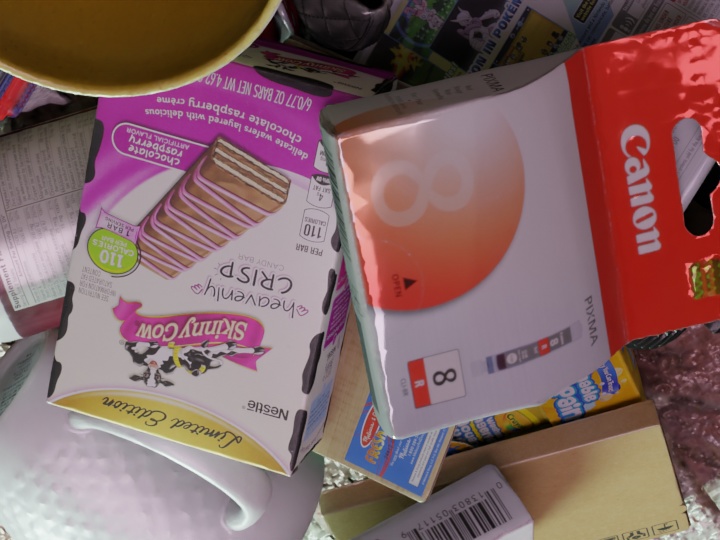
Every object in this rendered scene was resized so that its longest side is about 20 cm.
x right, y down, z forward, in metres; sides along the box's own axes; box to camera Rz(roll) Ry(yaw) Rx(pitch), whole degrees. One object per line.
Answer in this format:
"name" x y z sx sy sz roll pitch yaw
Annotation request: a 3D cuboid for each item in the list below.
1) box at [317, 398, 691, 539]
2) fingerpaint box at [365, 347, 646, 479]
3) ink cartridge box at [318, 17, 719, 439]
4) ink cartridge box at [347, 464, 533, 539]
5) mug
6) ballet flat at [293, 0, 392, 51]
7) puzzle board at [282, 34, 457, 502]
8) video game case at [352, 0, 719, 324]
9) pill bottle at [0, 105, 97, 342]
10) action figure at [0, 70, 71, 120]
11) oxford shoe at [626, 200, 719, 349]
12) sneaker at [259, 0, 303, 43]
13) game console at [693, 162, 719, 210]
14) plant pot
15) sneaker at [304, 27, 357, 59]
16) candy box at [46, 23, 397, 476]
"box" 0.088 0.140 1.539 0.199 0.021 0.164 -15 151 6
"fingerpaint box" 0.054 0.033 1.446 0.166 0.074 0.200 -18 145 8
"ink cartridge box" 0.091 -0.018 1.249 0.199 0.050 0.163 -13 113 -4
"ink cartridge box" 0.020 0.204 1.509 0.162 0.057 0.200 -27 148 -12
"mug" -0.121 0.109 1.467 0.175 0.148 0.200 36 159 -18
"ballet flat" -0.024 -0.206 1.303 0.066 0.057 0.201 -17 85 -30
"puzzle board" 0.000 0.000 1.327 0.150 0.017 0.200 24 112 11
"video game case" 0.099 -0.101 1.309 0.182 0.022 0.200 33 99 9
"pill bottle" -0.166 -0.025 1.413 0.199 0.110 0.110 -17 121 1
"action figure" -0.218 -0.159 1.372 0.193 0.105 0.200 42 82 -30
"oxford shoe" 0.159 -0.009 1.412 0.073 0.200 0.084 -48 70 22
"sneaker" -0.080 -0.176 1.331 0.071 0.113 0.200 -18 121 14
"game console" 0.123 -0.146 1.360 0.116 0.176 0.201 -11 127 -29
"plant pot" -0.113 -0.203 1.220 0.199 0.142 0.200 6 127 8
"sneaker" -0.006 -0.087 1.398 0.077 0.085 0.201 6 120 15
"candy box" -0.070 -0.014 1.302 0.136 0.061 0.201 15 110 11
